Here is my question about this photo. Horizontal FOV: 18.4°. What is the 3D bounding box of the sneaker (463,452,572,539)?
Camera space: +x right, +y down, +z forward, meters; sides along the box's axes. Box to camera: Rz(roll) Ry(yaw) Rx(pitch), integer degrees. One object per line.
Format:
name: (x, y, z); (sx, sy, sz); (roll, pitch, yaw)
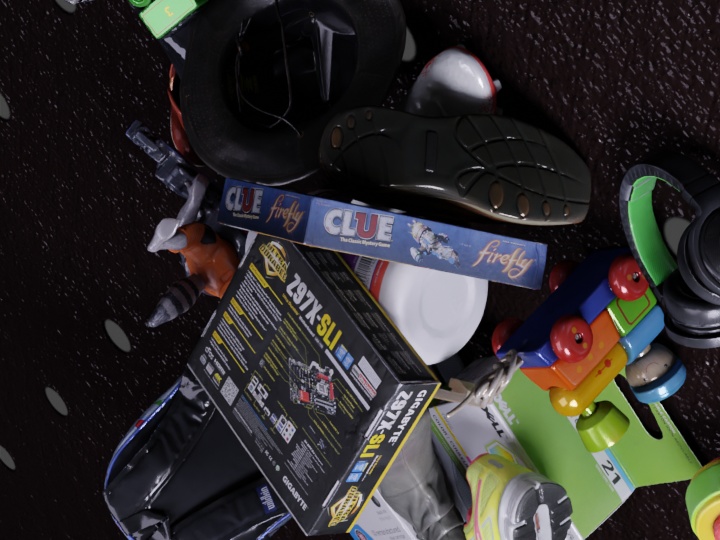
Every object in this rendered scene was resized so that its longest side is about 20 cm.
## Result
sneaker: (0.123, 0.220, 1.755); (0.090, 0.078, 0.201); (36, 143, 40)

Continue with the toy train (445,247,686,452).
toy train: (0.148, 0.084, 1.589); (0.084, 0.200, 0.116); (-7, 122, 56)

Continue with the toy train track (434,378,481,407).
toy train track: (0.023, 0.078, 1.777); (0.114, 0.033, 0.199); (17, 175, -44)

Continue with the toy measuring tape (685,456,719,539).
toy measuring tape: (0.275, 0.199, 1.658); (0.073, 0.073, 0.201); (31, 142, 31)

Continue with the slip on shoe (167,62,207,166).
slip on shoe: (-0.136, -0.147, 1.866); (0.074, 0.061, 0.200); (43, 152, 10)

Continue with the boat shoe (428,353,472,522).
boat shoe: (0.083, 0.134, 1.875); (0.202, 0.073, 0.067); (67, 163, -7)

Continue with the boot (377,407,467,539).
boot: (0.056, 0.181, 1.781); (0.131, 0.067, 0.200); (59, 175, 15)

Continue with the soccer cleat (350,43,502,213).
soccer cleat: (0.044, -0.093, 1.650); (0.069, 0.085, 0.200); (47, 150, 8)

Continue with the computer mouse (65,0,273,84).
computer mouse: (-0.130, -0.201, 1.744); (0.200, 0.139, 0.053); (49, 165, -14)

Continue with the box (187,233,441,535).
box: (-0.040, 0.078, 1.713); (0.200, 0.049, 0.160); (51, 123, 34)

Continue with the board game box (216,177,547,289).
board game box: (0.016, -0.026, 1.589); (0.135, 0.199, 0.035); (14, 93, 59)

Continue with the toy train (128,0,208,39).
toy train: (-0.097, -0.241, 1.656); (0.199, 0.042, 0.057); (-34, 96, 32)

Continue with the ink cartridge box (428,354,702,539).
ink cartridge box: (0.157, 0.135, 1.750); (0.148, 0.076, 0.200); (56, 151, -7)

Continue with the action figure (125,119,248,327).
action figure: (-0.147, -0.027, 1.902); (0.200, 0.105, 0.194); (41, -167, -6)

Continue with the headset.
headset: (0.254, 0.002, 1.503); (0.201, 0.093, 0.124); (55, 158, 27)

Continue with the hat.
hat: (-0.038, -0.150, 1.687); (0.200, 0.202, 0.081); (30, -174, 32)

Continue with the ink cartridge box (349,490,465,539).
ink cartridge box: (0.003, 0.152, 1.957); (0.201, 0.084, 0.146); (53, 160, -4)

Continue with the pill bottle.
pill bottle: (0.000, 0.000, 1.786); (0.199, 0.112, 0.113); (18, 137, 45)

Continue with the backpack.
backpack: (-0.151, 0.196, 2.129); (0.200, 0.190, 0.154); (49, 166, 4)

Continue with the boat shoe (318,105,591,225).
boat shoe: (0.065, -0.072, 1.591); (0.198, 0.076, 0.074); (12, 163, -8)
